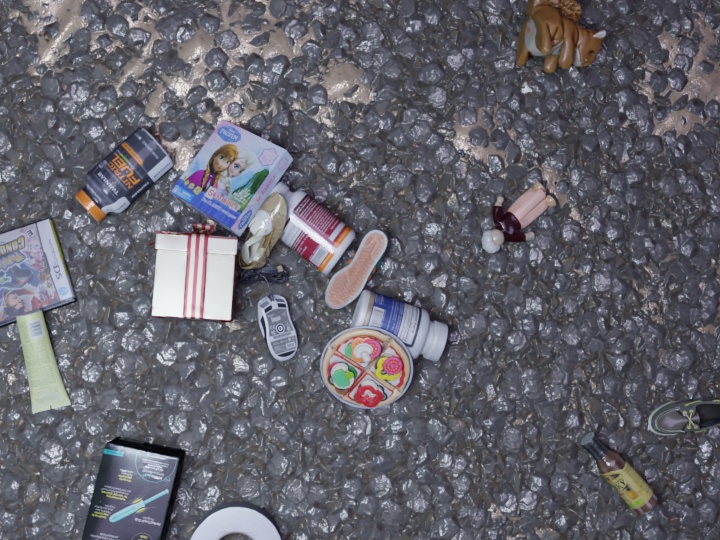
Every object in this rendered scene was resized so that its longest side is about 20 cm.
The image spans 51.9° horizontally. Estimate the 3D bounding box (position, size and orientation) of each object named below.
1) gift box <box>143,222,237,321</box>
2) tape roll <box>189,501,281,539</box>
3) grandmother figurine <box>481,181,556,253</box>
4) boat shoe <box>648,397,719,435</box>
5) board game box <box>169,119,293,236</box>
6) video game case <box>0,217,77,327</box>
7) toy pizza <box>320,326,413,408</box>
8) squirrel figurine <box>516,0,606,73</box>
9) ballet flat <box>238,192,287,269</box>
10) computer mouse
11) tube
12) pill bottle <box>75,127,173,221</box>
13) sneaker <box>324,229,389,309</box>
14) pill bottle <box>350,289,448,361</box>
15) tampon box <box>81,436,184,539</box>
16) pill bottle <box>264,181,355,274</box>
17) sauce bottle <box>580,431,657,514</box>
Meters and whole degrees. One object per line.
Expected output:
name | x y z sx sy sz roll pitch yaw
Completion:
gift box | -0.344 0.005 1.494 0.195 0.184 0.191 6 83 -14
tape roll | -0.252 0.576 1.491 0.195 0.066 0.205 1 82 -8
grandmother figurine | 0.347 -0.116 1.676 0.200 0.061 0.121 -42 81 -14
boat shoe | 0.752 0.329 1.673 0.197 0.060 0.074 -9 84 -9
board game box | -0.272 -0.199 1.554 0.198 0.041 0.201 27 78 29
video game case | -0.707 0.009 1.519 0.196 0.025 0.184 -19 86 -10
toy pizza | 0.012 0.209 1.543 0.195 0.032 0.204 2 116 4
squirrel figurine | 0.474 -0.563 1.716 0.182 0.141 0.205 2 85 -14
ballet flat | -0.205 -0.072 1.523 0.070 0.202 0.065 41 41 20
computer mouse | -0.189 0.093 1.571 0.108 0.044 0.204 -11 86 -32
tube | -0.647 0.183 1.492 0.057 0.052 0.205 -6 99 32
pill bottle | -0.495 -0.193 1.537 0.106 0.106 0.200 45 79 0
sneaker | 0.000 0.000 1.606 0.071 0.080 0.201 40 100 10
pill bottle | 0.082 0.123 1.577 0.196 0.111 0.113 19 80 -5
tampon box | -0.442 0.447 1.449 0.147 0.126 0.204 13 82 -6
pill bottle | -0.116 -0.095 1.576 0.199 0.113 0.114 39 79 -2
sauce bottle | 0.567 0.444 1.631 0.065 0.065 0.200 -43 88 -11
